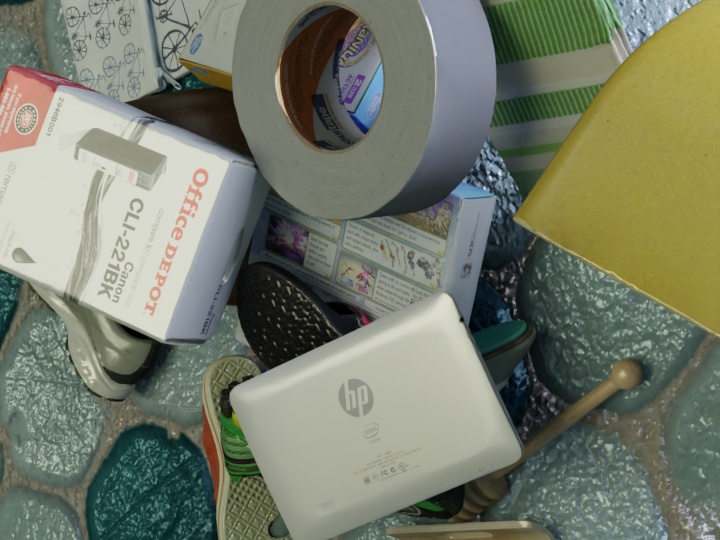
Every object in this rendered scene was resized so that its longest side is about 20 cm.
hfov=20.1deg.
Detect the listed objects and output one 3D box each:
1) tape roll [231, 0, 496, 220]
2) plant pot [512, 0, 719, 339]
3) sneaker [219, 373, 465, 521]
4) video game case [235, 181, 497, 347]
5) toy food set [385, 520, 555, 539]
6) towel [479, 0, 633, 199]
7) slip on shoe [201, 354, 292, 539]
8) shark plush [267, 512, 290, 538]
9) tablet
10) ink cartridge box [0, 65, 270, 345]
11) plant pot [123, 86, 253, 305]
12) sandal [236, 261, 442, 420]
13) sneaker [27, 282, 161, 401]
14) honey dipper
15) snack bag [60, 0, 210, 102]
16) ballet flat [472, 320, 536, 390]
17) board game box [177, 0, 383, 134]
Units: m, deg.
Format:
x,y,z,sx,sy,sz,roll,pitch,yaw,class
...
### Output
x,y,z,sx,sy,sz,roll,pitch,yaw,class
0.000,-0.137,1.435,0.199,0.066,0.202,7,100,42,tape roll
0.255,-0.062,1.306,0.194,0.195,0.201,31,96,30,plant pot
-0.013,0.145,1.529,0.199,0.078,0.086,18,124,20,sneaker
0.000,0.000,1.528,0.199,0.045,0.183,25,113,38,video game case
0.084,0.290,1.529,0.143,0.060,0.202,-10,84,40,toy food set
0.137,-0.137,1.439,0.152,0.023,0.201,-6,127,40,towel
-0.094,0.170,1.688,0.061,0.074,0.201,159,100,-74,slip on shoe
-0.007,0.152,1.569,0.199,0.091,0.084,-6,102,45,shark plush
0.008,0.109,1.452,0.199,0.014,0.131,-25,89,26,tablet
-0.185,-0.048,1.505,0.199,0.084,0.145,23,96,17,ink cartridge box
-0.169,-0.066,1.659,0.186,0.199,0.188,-1,88,40,plant pot
-0.010,0.062,1.493,0.199,0.045,0.075,34,123,19,sandal
-0.239,0.017,1.810,0.079,0.074,0.201,-41,70,22,sneaker
0.132,0.123,1.506,0.200,0.038,0.038,-42,64,31,honey dipper
-0.192,-0.245,1.798,0.199,0.021,0.190,-23,74,38,snack bag
0.065,0.088,1.559,0.199,0.067,0.064,-17,106,40,ballet flat
-0.033,-0.200,1.611,0.199,0.040,0.154,22,78,39,board game box
